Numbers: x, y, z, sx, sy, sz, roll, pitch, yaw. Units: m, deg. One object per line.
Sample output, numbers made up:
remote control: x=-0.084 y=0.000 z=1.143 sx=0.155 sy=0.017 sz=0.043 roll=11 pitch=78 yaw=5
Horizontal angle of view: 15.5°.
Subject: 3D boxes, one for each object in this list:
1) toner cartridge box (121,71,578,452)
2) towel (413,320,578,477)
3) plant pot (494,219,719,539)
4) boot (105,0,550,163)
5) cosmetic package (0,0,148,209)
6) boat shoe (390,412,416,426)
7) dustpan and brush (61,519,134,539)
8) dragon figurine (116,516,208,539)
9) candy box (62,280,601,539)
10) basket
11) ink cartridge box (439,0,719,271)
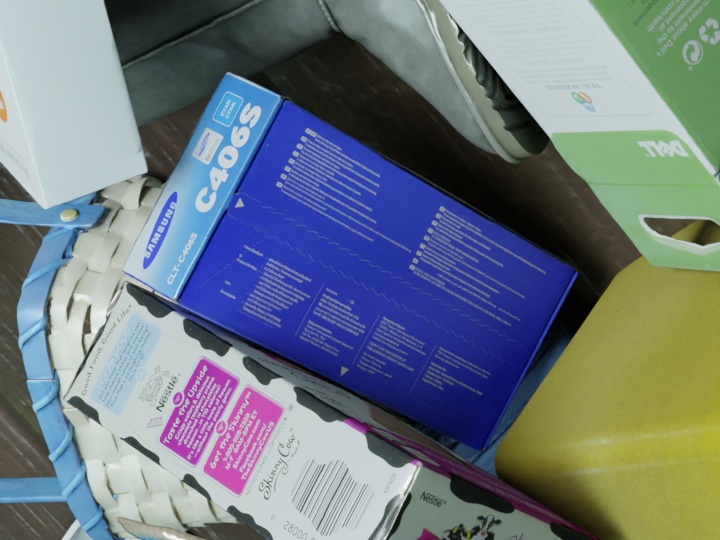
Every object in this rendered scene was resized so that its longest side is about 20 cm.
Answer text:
toner cartridge box: x=0.000 y=0.000 z=1.129 sx=0.200 sy=0.095 sz=0.043 roll=29 pitch=178 yaw=-42
towel: x=0.118 y=0.119 z=1.244 sx=0.112 sy=0.049 sz=0.200 roll=-44 pitch=106 yaw=7
plant pot: x=0.179 y=0.080 z=1.114 sx=0.176 sy=0.200 sz=0.200 roll=-10 pitch=123 yaw=46
boot: x=-0.035 y=-0.098 z=1.142 sx=0.200 sy=0.073 sz=0.182 roll=-25 pitch=101 yaw=31
cosmetic package: x=-0.157 y=-0.130 z=1.092 sx=0.200 sy=0.052 sz=0.151 roll=40 pitch=149 yaw=59
boat shoe: x=0.017 y=0.153 z=1.327 sx=0.067 sy=0.072 sz=0.200 roll=11 pitch=136 yaw=-11
dustpan and brush: x=-0.135 y=0.222 z=1.463 sx=0.139 sy=0.057 sz=0.200 roll=35 pitch=134 yaw=-6
dragon figurine: x=-0.010 y=0.152 z=1.199 sx=0.199 sy=0.059 sz=0.100 roll=-3 pitch=121 yaw=2
candy box: x=-0.010 y=0.083 z=1.082 sx=0.200 sy=0.061 sz=0.136 roll=28 pitch=180 yaw=45
basket: x=-0.123 y=0.043 z=1.251 sx=0.199 sy=0.139 sz=0.177 roll=1 pitch=127 yaw=15
ink cartridge box: x=0.103 y=-0.090 z=1.043 sx=0.200 sy=0.059 sz=0.104 roll=50 pitch=160 yaw=-20
